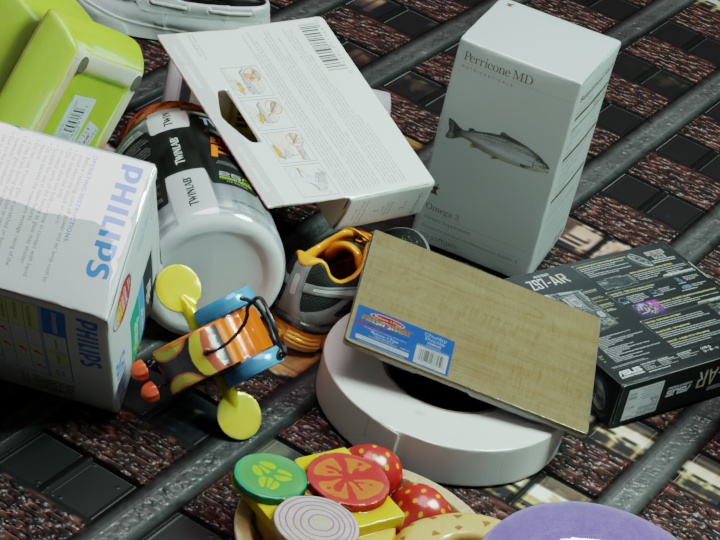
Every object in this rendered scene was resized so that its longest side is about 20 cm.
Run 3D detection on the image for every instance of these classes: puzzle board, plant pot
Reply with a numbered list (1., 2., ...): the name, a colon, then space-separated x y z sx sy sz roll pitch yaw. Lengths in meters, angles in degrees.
1. puzzle board: 0.089 0.050 1.739 0.198 0.017 0.151 21 36 -4
2. plant pot: -0.299 -0.150 1.784 0.181 0.201 0.199 32 6 15

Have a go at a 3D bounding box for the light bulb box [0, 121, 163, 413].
1. light bulb box: -0.251 -0.009 1.591 0.198 0.199 0.126 15 68 2

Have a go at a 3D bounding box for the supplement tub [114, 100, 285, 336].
1. supplement tub: -0.137 -0.047 1.797 0.121 0.123 0.201 2 33 -19

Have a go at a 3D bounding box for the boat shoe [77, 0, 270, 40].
1. boat shoe: -0.184 -0.261 2.179 0.198 0.069 0.072 18 31 6

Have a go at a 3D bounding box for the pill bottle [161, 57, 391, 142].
1. pill bottle: -0.078 -0.136 1.975 0.198 0.113 0.112 9 31 -7

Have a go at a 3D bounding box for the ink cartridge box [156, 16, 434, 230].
1. ink cartridge box: -0.059 -0.120 1.846 0.175 0.045 0.201 -11 55 -36

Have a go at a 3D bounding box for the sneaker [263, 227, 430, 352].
1. sneaker: 0.000 0.000 1.823 0.078 0.078 0.200 26 31 22

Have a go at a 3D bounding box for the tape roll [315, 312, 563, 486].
1. tape roll: 0.065 0.093 1.736 0.201 0.037 0.203 10 32 -6

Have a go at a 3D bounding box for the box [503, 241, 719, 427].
1. box: 0.232 0.049 1.869 0.199 0.044 0.160 -13 40 -38

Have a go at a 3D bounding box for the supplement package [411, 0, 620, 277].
1. supplement package: 0.133 -0.114 1.940 0.116 0.201 0.117 22 31 14

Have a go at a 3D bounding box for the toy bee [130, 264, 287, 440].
1. toy bee: -0.118 0.054 1.638 0.108 0.200 0.132 -25 68 -5

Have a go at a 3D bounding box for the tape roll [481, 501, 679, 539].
1. tape roll: 0.146 0.252 1.423 0.198 0.085 0.201 12 44 -12

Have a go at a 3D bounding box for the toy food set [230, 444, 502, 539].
1. toy food set: 0.007 0.187 1.548 0.197 0.049 0.200 -10 39 -34
